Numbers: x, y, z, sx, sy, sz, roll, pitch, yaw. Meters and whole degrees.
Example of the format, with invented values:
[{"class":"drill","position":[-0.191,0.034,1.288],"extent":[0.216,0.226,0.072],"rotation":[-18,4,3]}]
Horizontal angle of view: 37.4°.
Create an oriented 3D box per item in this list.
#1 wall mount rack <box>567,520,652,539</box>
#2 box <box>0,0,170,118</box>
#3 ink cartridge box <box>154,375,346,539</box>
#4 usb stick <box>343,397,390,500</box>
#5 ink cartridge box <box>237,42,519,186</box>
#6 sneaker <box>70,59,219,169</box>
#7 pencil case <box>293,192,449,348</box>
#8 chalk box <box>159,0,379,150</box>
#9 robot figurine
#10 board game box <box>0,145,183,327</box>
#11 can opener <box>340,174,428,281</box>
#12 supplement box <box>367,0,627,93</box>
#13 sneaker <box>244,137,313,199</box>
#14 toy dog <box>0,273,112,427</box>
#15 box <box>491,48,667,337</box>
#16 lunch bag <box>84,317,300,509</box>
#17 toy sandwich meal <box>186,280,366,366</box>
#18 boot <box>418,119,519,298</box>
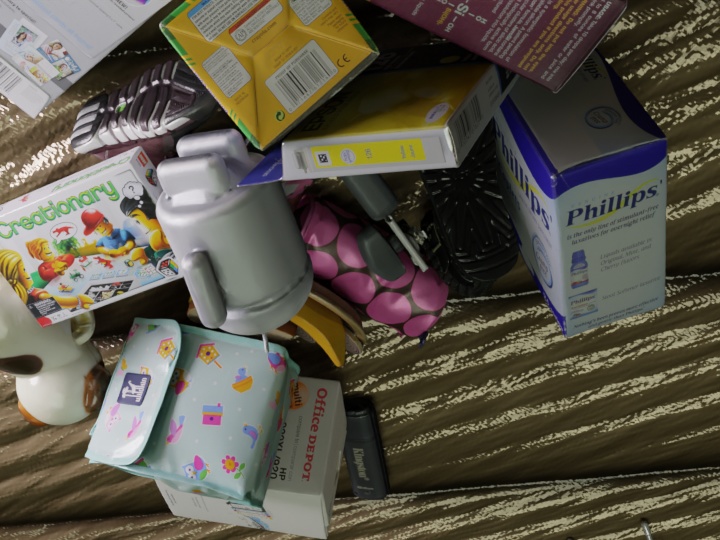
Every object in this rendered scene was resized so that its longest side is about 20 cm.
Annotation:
[{"class":"wall mount rack","position":[0.398,0.456,1.586],"extent":[0.198,0.075,0.174],"rotation":[-20,134,20]},{"class":"box","position":[-0.284,-0.244,0.935],"extent":[0.199,0.042,0.156],"rotation":[-31,127,29]},{"class":"ink cartridge box","position":[-0.124,0.214,1.265],"extent":[0.197,0.149,0.145],"rotation":[6,149,6]},{"class":"usb stick","position":[0.003,0.238,1.405],"extent":[0.055,0.033,0.202],"rotation":[-4,135,7]},{"class":"ink cartridge box","position":[0.017,-0.138,0.892],"extent":[0.197,0.198,0.048],"rotation":[0,122,25]},{"class":"sneaker","position":[-0.176,-0.130,1.012],"extent":[0.198,0.077,0.115],"rotation":[-5,150,41]},{"class":"pencil case","position":[0.000,0.000,1.137],"extent":[0.199,0.091,0.094],"rotation":[31,130,-23]},{"class":"chalk box","position":[-0.072,-0.191,0.886],"extent":[0.124,0.200,0.124],"rotation":[-39,101,4]},{"class":"robot figurine","position":[-0.110,-0.026,0.957],"extent":[0.112,0.170,0.202],"rotation":[-2,125,28]},{"class":"board game box","position":[-0.260,-0.028,1.021],"extent":[0.198,0.035,0.127],"rotation":[-19,119,22]},{"class":"can opener","position":[0.005,-0.066,1.028],"extent":[0.066,0.053,0.201],"rotation":[-34,120,0]},{"class":"supplement box","position":[0.100,-0.255,0.855],"extent":[0.198,0.132,0.103],"rotation":[22,133,-18]},{"class":"sneaker","position":[-0.112,-0.098,1.053],"extent":[0.200,0.087,0.080],"rotation":[-46,125,11]},{"class":"toy dog","position":[-0.346,0.078,1.153],"extent":[0.138,0.195,0.201],"rotation":[-22,125,6]},{"class":"box","position":[0.195,-0.079,0.971],"extent":[0.104,0.185,0.201],"rotation":[-17,133,-3]},{"class":"lunch bag","position":[-0.183,0.148,1.143],"extent":[0.197,0.172,0.122],"rotation":[14,165,9]},{"class":"toy sandwich meal","position":[-0.090,0.053,1.146],"extent":[0.203,0.071,0.206],"rotation":[23,162,8]},{"class":"boot","position":[0.093,-0.079,1.054],"extent":[0.078,0.214,0.158],"rotation":[-12,176,-1]}]
